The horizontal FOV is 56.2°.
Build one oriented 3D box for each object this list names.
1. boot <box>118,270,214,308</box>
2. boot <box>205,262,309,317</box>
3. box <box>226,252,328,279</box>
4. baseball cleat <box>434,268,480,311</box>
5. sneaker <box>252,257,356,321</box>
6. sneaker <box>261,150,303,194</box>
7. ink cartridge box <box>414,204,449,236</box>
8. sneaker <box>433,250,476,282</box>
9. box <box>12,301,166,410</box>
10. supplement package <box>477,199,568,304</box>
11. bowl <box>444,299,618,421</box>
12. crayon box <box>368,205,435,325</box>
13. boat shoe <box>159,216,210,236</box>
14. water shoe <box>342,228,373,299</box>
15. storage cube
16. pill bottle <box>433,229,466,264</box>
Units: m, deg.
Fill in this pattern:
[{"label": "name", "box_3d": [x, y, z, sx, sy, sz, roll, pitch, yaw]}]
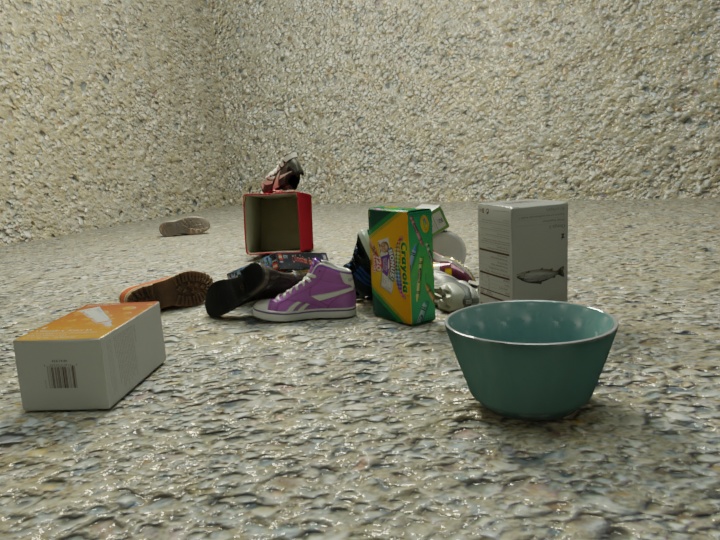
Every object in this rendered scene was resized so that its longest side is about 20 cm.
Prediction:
[{"label": "boot", "box_3d": [-0.417, 0.043, 1.443, 0.198, 0.076, 0.107, -12, 9, -34]}, {"label": "boot", "box_3d": [-0.194, 0.047, 1.354, 0.199, 0.070, 0.173, -26, -21, 30]}, {"label": "box", "box_3d": [-0.173, 0.001, 1.463, 0.135, 0.038, 0.199, -21, -9, 27]}, {"label": "baseball cleat", "box_3d": [0.172, 0.037, 1.328, 0.105, 0.071, 0.200, 0, 19, -19]}, {"label": "sneaker", "box_3d": [-0.109, 0.033, 1.279, 0.198, 0.116, 0.073, -5, 12, -1]}, {"label": "sneaker", "box_3d": [-0.232, -0.268, 2.024, 0.066, 0.091, 0.200, -26, -9, -44]}, {"label": "ink cartridge box", "box_3d": [0.098, -0.080, 1.573, 0.199, 0.060, 0.104, -32, 15, -12]}, {"label": "sneaker", "box_3d": [0.158, 0.011, 1.456, 0.199, 0.075, 0.090, 29, 74, 38]}, {"label": "box", "box_3d": [-0.377, 0.116, 0.965, 0.123, 0.099, 0.200, -3, 10, 5]}, {"label": "supplement package", "box_3d": [0.283, -0.018, 1.180, 0.116, 0.203, 0.117, -7, 11, -20]}, {"label": "bowl", "box_3d": [0.201, 0.108, 0.804, 0.198, 0.106, 0.201, -3, 11, 1]}, {"label": "crayon box", "box_3d": [0.074, -0.012, 1.217, 0.058, 0.203, 0.118, -10, 12, -34]}, {"label": "boat shoe", "box_3d": [-0.701, -0.180, 2.699, 0.197, 0.077, 0.072, -3, 8, -7]}, {"label": "water shoe", "box_3d": [0.000, 0.000, 1.327, 0.078, 0.201, 0.072, -14, 52, -2]}, {"label": "storage cube", "box_3d": [-0.243, -0.140, 2.029, 0.169, 0.203, 0.180, -2, 4, 9]}, {"label": "pill bottle", "box_3d": [0.185, -0.055, 1.666, 0.105, 0.108, 0.200, -5, 11, -7]}]
